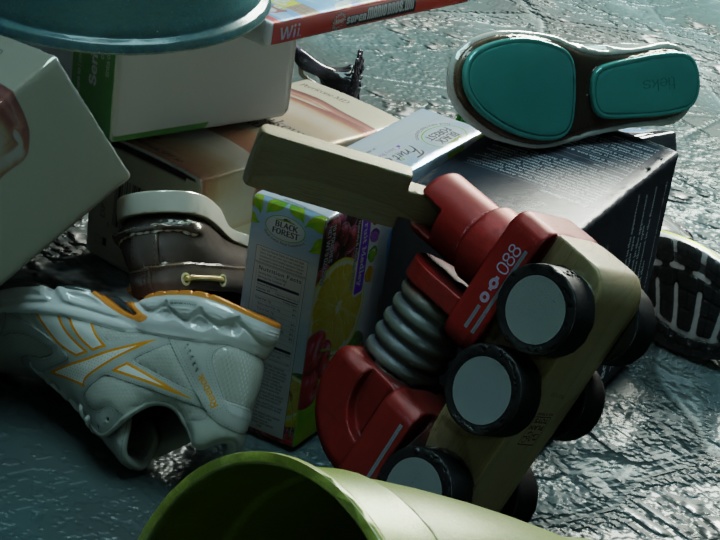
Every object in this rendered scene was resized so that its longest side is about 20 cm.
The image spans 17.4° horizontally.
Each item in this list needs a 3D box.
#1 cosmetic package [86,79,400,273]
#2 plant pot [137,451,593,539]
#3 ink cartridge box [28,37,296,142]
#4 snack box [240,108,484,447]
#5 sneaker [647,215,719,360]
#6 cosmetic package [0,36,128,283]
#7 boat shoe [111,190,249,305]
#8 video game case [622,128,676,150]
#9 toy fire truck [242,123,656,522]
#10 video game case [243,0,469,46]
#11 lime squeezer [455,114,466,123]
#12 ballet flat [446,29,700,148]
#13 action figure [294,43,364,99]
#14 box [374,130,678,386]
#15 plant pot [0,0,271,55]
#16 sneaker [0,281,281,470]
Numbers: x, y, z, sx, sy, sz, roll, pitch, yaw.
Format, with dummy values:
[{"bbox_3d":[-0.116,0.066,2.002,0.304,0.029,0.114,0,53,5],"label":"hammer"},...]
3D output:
[{"bbox_3d":[-0.072,-0.056,1.539,0.103,0.088,0.199,24,27,33],"label":"cosmetic package"},{"bbox_3d":[0.029,0.178,0.975,0.192,0.202,0.200,5,21,-41],"label":"plant pot"},{"bbox_3d":[-0.158,-0.161,1.539,0.144,0.085,0.199,-12,29,-39],"label":"ink cartridge box"},{"bbox_3d":[0.000,0.000,1.379,0.053,0.143,0.200,20,26,23],"label":"snack box"},{"bbox_3d":[0.203,-0.004,1.560,0.081,0.074,0.200,-9,32,-42],"label":"sneaker"},{"bbox_3d":[-0.239,-0.031,1.275,0.200,0.088,0.103,-42,32,-19],"label":"cosmetic package"},{"bbox_3d":[-0.085,0.007,1.373,0.071,0.060,0.200,-7,-16,17],"label":"boat shoe"},{"bbox_3d":[0.092,-0.081,1.669,0.199,0.026,0.180,-11,13,-40],"label":"video game case"},{"bbox_3d":[0.023,0.023,1.240,0.200,0.177,0.128,42,18,29],"label":"toy fire truck"},{"bbox_3d":[-0.042,-0.187,1.506,0.142,0.018,0.199,27,29,34],"label":"video game case"},{"bbox_3d":[0.020,-0.031,1.521,0.037,0.071,0.200,12,45,33],"label":"lime squeezer"},{"bbox_3d":[0.116,-0.109,1.416,0.199,0.070,0.069,-4,28,-37],"label":"ballet flat"},{"bbox_3d":[-0.096,-0.158,1.742,0.198,0.103,0.119,11,36,-2],"label":"action figure"},{"bbox_3d":[0.096,0.006,1.398,0.104,0.149,0.200,20,25,21],"label":"box"},{"bbox_3d":[-0.143,-0.254,1.365,0.198,0.198,0.201,5,26,-2],"label":"plant pot"},{"bbox_3d":[-0.140,0.060,1.284,0.199,0.093,0.076,1,-17,34],"label":"sneaker"}]
